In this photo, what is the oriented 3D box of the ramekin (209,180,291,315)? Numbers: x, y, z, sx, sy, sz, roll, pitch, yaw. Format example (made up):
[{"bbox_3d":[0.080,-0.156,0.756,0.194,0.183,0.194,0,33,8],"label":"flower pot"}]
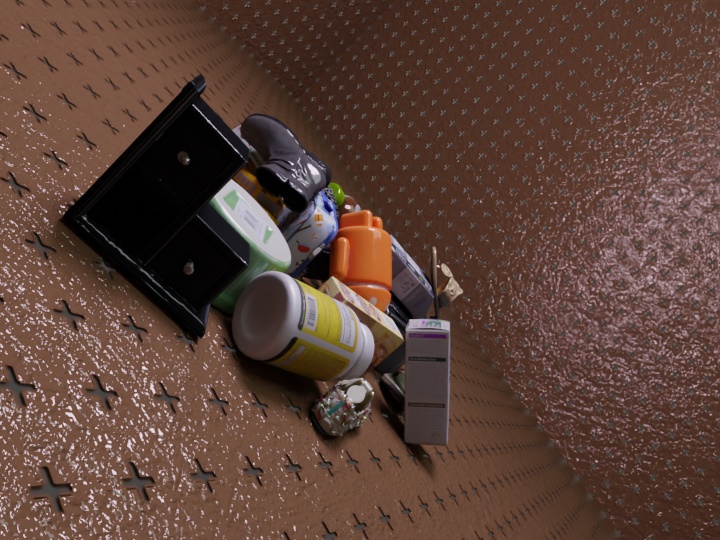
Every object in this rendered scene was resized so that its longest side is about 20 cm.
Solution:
[{"bbox_3d":[-0.187,-0.045,0.899,0.201,0.097,0.200,48,10,-11],"label":"ramekin"}]

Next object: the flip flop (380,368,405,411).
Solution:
[{"bbox_3d":[0.093,0.226,1.272,0.082,0.057,0.200,53,10,16],"label":"flip flop"}]

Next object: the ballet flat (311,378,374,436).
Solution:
[{"bbox_3d":[-0.012,0.190,0.929,0.076,0.064,0.200,50,9,6],"label":"ballet flat"}]

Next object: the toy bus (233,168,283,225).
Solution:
[{"bbox_3d":[-0.197,-0.124,1.143,0.065,0.079,0.199,40,-1,-40],"label":"toy bus"}]

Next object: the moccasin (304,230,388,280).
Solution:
[{"bbox_3d":[-0.038,-0.037,1.255,0.078,0.197,0.075,-77,142,-70],"label":"moccasin"}]

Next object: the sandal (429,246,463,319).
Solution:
[{"bbox_3d":[0.184,0.055,1.373,0.078,0.068,0.218,-80,170,-77],"label":"sandal"}]

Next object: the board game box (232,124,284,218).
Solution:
[{"bbox_3d":[-0.197,-0.178,1.273,0.127,0.034,0.201,53,-16,21],"label":"board game box"}]

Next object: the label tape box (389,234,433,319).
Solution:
[{"bbox_3d":[0.105,0.031,1.332,0.201,0.063,0.144,49,11,-8],"label":"label tape box"}]

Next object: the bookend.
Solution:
[{"bbox_3d":[-0.183,-0.070,0.727,0.200,0.198,0.092,46,8,-21],"label":"bookend"}]

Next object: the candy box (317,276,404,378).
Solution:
[{"bbox_3d":[-0.024,0.101,1.043,0.199,0.115,0.056,38,14,-50],"label":"candy box"}]

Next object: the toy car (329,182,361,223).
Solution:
[{"bbox_3d":[-0.032,-0.058,1.414,0.201,0.157,0.165,49,-1,36],"label":"toy car"}]

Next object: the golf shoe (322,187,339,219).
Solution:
[{"bbox_3d":[-0.129,-0.165,1.346,0.200,0.094,0.078,47,55,-13],"label":"golf shoe"}]

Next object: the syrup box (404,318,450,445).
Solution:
[{"bbox_3d":[0.118,0.193,1.130,0.079,0.079,0.206,-43,134,-80],"label":"syrup box"}]

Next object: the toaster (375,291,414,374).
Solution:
[{"bbox_3d":[0.032,0.094,1.306,0.199,0.118,0.182,39,15,-46],"label":"toaster"}]

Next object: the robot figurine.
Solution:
[{"bbox_3d":[0.001,0.000,1.136,0.144,0.113,0.205,120,-27,-72],"label":"robot figurine"}]

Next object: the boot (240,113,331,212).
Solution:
[{"bbox_3d":[-0.148,-0.191,1.108,0.198,0.071,0.132,34,34,5],"label":"boot"}]

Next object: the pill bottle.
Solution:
[{"bbox_3d":[-0.069,0.085,0.871,0.199,0.112,0.113,31,21,-48],"label":"pill bottle"}]

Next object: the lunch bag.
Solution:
[{"bbox_3d":[-0.106,-0.069,1.162,0.075,0.160,0.201,43,11,-21],"label":"lunch bag"}]
